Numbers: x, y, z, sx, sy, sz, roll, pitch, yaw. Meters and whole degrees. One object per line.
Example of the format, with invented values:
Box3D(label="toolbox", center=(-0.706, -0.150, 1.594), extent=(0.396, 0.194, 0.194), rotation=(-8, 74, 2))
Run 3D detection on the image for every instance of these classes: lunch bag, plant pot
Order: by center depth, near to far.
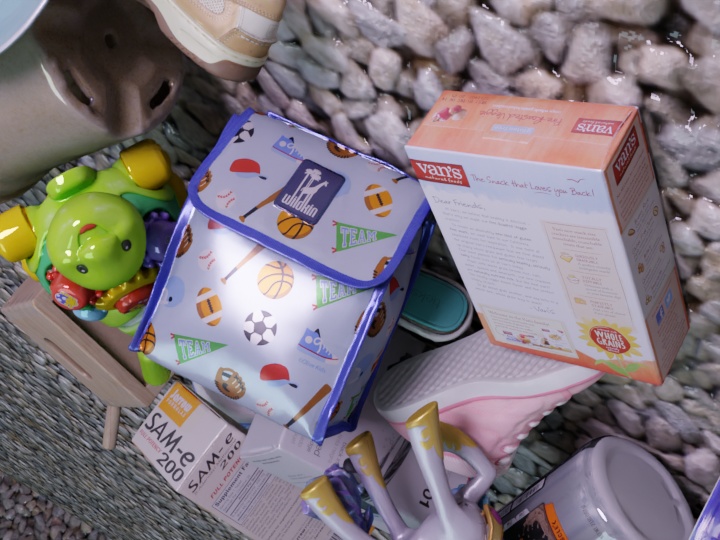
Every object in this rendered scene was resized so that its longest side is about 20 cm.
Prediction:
Box3D(label="plant pot", center=(-0.236, -0.154, 0.763), extent=(0.183, 0.201, 0.201), rotation=(-4, 135, 36))
Box3D(label="lunch bag", center=(-0.051, 0.000, 0.771), extent=(0.169, 0.201, 0.124), rotation=(25, -175, 12))

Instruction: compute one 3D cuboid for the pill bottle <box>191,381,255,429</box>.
Box3D(label="pill bottle", center=(-0.127, 0.134, 1.148), extent=(0.113, 0.114, 0.200), rotation=(32, 157, 6))

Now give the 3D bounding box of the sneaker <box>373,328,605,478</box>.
Box3D(label="sneaker", center=(0.118, 0.100, 0.815), extent=(0.199, 0.076, 0.105), rotation=(-20, 122, 30))

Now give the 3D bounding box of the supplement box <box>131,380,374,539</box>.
Box3D(label="supplement box", center=(-0.098, 0.197, 0.968), extent=(0.200, 0.074, 0.126), rotation=(42, 170, -30))

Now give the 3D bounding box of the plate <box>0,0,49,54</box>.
Box3D(label="plate", center=(-0.236, -0.215, 0.665), extent=(0.199, 0.201, 0.026), rotation=(17, 178, 32))

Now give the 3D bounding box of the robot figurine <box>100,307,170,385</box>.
Box3D(label="robot figurine", center=(-0.167, 0.013, 0.967), extent=(0.199, 0.176, 0.115), rotation=(25, 147, -35))

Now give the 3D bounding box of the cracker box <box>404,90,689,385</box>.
Box3D(label="cracker box", center=(0.125, -0.019, 0.677), extent=(0.133, 0.058, 0.200), rotation=(13, 146, 36))

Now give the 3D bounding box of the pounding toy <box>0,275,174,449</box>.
Box3D(label="pounding toy", center=(-0.251, 0.057, 1.095), extent=(0.200, 0.184, 0.142), rotation=(47, 151, -22))

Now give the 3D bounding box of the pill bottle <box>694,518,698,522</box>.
Box3D(label="pill bottle", center=(0.243, 0.279, 0.956), extent=(0.113, 0.113, 0.200), rotation=(45, 151, -18))

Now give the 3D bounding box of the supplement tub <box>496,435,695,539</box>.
Box3D(label="supplement tub", center=(0.167, 0.236, 0.869), extent=(0.122, 0.123, 0.200), rotation=(38, 124, -6))

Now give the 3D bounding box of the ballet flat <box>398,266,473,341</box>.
Box3D(label="ballet flat", center=(0.000, 0.000, 0.856), extent=(0.199, 0.070, 0.070), rotation=(30, 153, 9))

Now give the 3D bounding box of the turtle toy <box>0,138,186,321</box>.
Box3D(label="turtle toy", center=(-0.191, -0.022, 0.789), extent=(0.101, 0.145, 0.200), rotation=(60, 174, 9))

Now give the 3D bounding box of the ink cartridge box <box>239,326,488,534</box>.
Box3D(label="ink cartridge box", center=(0.019, 0.133, 0.905), extent=(0.199, 0.147, 0.086), rotation=(30, 154, -19))

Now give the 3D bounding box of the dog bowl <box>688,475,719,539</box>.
Box3D(label="dog bowl", center=(0.260, 0.186, 0.691), extent=(0.079, 0.200, 0.200), rotation=(26, 152, 24))

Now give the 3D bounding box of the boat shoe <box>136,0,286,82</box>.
Box3D(label="boat shoe", center=(-0.122, -0.209, 0.665), extent=(0.200, 0.072, 0.076), rotation=(41, 120, 9))

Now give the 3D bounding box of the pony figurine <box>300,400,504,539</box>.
Box3D(label="pony figurine", center=(0.046, 0.218, 0.789), extent=(0.200, 0.193, 0.167), rotation=(54, -168, -5))
